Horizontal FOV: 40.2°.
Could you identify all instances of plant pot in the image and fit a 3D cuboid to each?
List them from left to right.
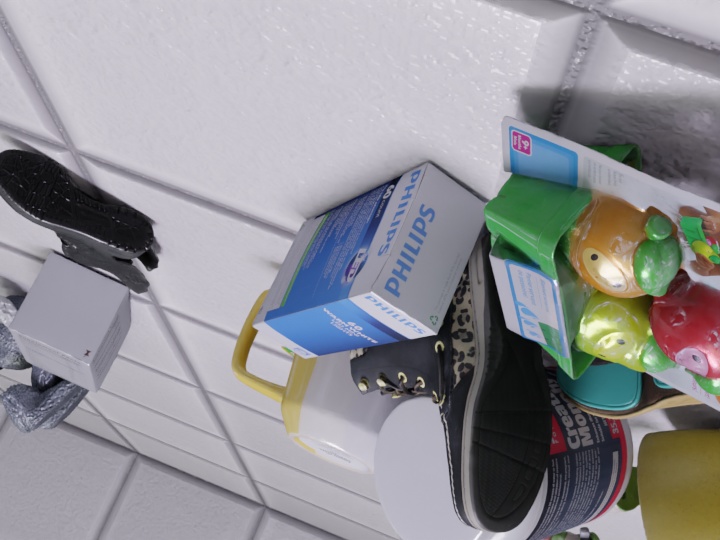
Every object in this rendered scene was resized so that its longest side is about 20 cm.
[{"bbox_3d":[0.335,0.218,0.817,0.141,0.202,0.200,-20,139,27],"label":"plant pot"}]

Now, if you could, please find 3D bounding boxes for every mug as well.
[{"bbox_3d":[-0.010,0.094,0.892,0.149,0.154,0.186,37,156,-34],"label":"mug"}]

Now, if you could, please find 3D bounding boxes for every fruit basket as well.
[{"bbox_3d":[0.163,0.018,0.545,0.200,0.094,0.186,36,159,37],"label":"fruit basket"}]

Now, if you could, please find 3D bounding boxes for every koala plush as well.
[{"bbox_3d":[-0.493,0.114,1.498,0.200,0.184,0.177,44,172,3],"label":"koala plush"}]

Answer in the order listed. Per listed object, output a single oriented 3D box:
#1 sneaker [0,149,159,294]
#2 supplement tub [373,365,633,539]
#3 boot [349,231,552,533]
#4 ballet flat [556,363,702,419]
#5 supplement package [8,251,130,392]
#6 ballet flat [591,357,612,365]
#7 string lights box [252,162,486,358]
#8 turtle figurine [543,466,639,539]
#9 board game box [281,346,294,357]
[{"bbox_3d":[-0.281,-0.044,0.978,0.199,0.061,0.104,29,154,-24],"label":"sneaker"},{"bbox_3d":[0.122,0.156,0.821,0.139,0.142,0.199,1,-179,45],"label":"supplement tub"},{"bbox_3d":[0.058,0.087,0.705,0.073,0.206,0.153,20,153,-33],"label":"boot"},{"bbox_3d":[0.229,0.080,0.734,0.063,0.069,0.199,17,165,-25],"label":"ballet flat"},{"bbox_3d":[-0.373,0.073,1.286,0.113,0.110,0.200,25,160,-5],"label":"supplement package"},{"bbox_3d":[0.202,0.024,0.664,0.200,0.056,0.067,-22,89,60],"label":"ballet flat"},{"bbox_3d":[0.000,0.000,0.724,0.059,0.103,0.199,33,158,-20],"label":"string lights box"},{"bbox_3d":[0.207,0.208,0.998,0.198,0.145,0.194,21,146,-24],"label":"turtle figurine"},{"bbox_3d":[0.009,0.107,1.082,0.199,0.030,0.096,1,149,41],"label":"board game box"}]
